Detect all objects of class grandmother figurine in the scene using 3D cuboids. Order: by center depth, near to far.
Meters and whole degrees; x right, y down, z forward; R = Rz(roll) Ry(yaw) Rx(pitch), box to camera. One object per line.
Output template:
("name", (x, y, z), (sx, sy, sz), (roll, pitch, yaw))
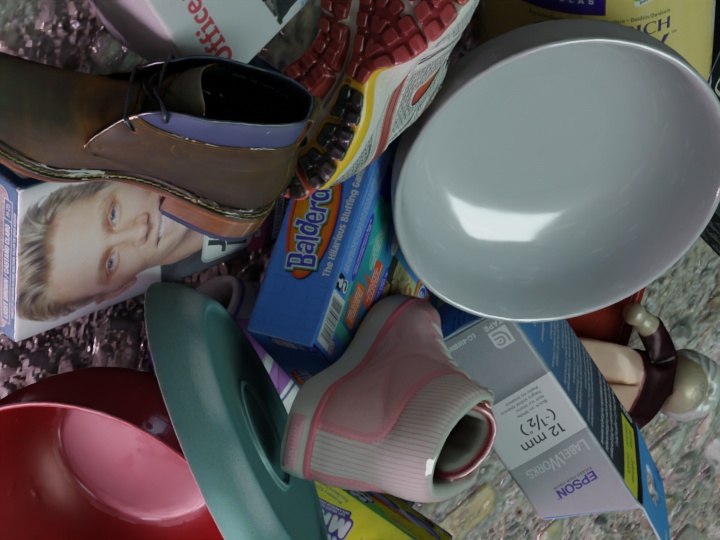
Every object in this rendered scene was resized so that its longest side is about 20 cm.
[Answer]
("grandmother figurine", (0.186, 0.082, 1.781), (0.200, 0.061, 0.121), (2, 125, -46))

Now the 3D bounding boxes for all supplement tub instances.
("supplement tub", (0.142, -0.183, 1.507), (0.145, 0.145, 0.200), (-31, 138, -29))

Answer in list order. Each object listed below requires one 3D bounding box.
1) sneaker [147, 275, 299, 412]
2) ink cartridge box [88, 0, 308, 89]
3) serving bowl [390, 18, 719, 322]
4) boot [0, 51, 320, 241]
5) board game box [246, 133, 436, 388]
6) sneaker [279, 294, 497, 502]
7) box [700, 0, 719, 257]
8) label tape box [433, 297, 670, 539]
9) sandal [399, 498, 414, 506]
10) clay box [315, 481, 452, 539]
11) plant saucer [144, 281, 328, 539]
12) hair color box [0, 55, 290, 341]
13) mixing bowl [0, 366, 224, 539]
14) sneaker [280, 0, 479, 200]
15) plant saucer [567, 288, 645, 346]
("sneaker", (-0.109, 0.095, 1.516), (0.114, 0.073, 0.201), (31, 82, -52))
("ink cartridge box", (-0.061, -0.212, 1.310), (0.200, 0.086, 0.148), (-48, 144, -11))
("serving bowl", (0.109, -0.067, 1.457), (0.200, 0.066, 0.200), (-8, 130, -9))
("boot", (-0.118, -0.089, 1.284), (0.200, 0.075, 0.097), (20, 139, -21))
("board game box", (0.000, 0.000, 1.498), (0.200, 0.045, 0.152), (55, 51, -66))
("sneaker", (0.036, 0.076, 1.421), (0.200, 0.104, 0.076), (-43, 142, -64))
("box", (0.265, -0.109, 1.757), (0.200, 0.043, 0.161), (39, 71, -53))
("label tape box", (0.122, 0.091, 1.621), (0.066, 0.143, 0.200), (-30, 104, 13))
("sandal", (0.025, 0.099, 1.681), (0.075, 0.048, 0.201), (-35, 140, -25))
("clay box", (-0.003, 0.159, 1.568), (0.048, 0.115, 0.200), (-56, 176, 0))
("plant saucer", (-0.062, 0.093, 1.374), (0.027, 0.200, 0.200), (-23, 142, 7))
("hair color box", (-0.124, -0.043, 1.393), (0.200, 0.060, 0.100), (-22, 132, -36))
("mixing bowl", (-0.141, 0.130, 1.431), (0.108, 0.200, 0.201), (-62, 163, -55))
("sneaker", (0.015, -0.128, 1.354), (0.200, 0.078, 0.082), (-52, 163, 26))
("plant saucer", (0.139, 0.005, 1.746), (0.200, 0.037, 0.200), (-13, 127, -43))
